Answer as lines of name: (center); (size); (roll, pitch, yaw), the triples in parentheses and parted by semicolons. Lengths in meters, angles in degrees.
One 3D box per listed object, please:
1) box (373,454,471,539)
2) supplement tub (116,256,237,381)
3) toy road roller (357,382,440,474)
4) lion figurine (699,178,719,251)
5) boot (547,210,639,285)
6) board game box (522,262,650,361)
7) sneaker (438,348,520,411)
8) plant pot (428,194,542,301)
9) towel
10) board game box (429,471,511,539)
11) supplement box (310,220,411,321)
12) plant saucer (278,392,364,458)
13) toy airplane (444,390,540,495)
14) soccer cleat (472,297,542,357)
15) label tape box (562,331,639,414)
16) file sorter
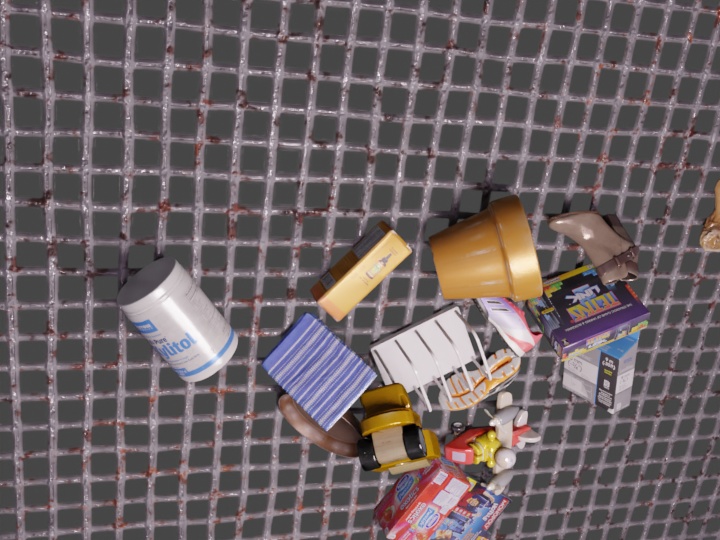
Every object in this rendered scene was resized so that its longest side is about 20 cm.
box: (0.135, 0.502, 1.843); (0.100, 0.095, 0.200); (32, 100, -26)
supplement tub: (-0.325, 0.090, 1.501); (0.132, 0.132, 0.200); (-35, 118, -1)
toy road roller: (0.066, 0.298, 1.583); (0.123, 0.146, 0.200); (-16, 158, 11)
lion figurine: (0.791, -0.141, 1.802); (0.122, 0.072, 0.200); (-4, 100, -2)
boot: (0.481, -0.042, 1.697); (0.200, 0.070, 0.146); (-3, 70, -23)
board game box: (0.462, 0.077, 1.724); (0.200, 0.165, 0.057); (-21, 140, -9)
sneaker: (0.260, 0.244, 1.789); (0.200, 0.078, 0.077); (-30, 150, 8)
plant pot: (0.233, -0.026, 1.607); (0.183, 0.200, 0.200); (-14, 117, 5)
towel: (-0.082, 0.186, 1.586); (0.145, 0.200, 0.024); (-48, 151, -4)
board game box: (0.243, 0.570, 1.926); (0.200, 0.062, 0.200); (33, 99, -28)
supplement box: (0.000, 0.000, 1.603); (0.200, 0.069, 0.067); (-42, 119, 5)
plant saucer: (-0.070, 0.298, 1.660); (0.200, 0.200, 0.034); (55, 54, -28)
toy airplane: (0.305, 0.380, 1.820); (0.199, 0.141, 0.200); (-47, 117, 4)
soccer cleat: (0.291, 0.085, 1.716); (0.073, 0.068, 0.200); (-38, 103, 6)
label tape box: (0.512, 0.184, 1.795); (0.063, 0.144, 0.200); (-16, 117, -32)
file sorter: (0.147, 0.191, 1.691); (0.200, 0.125, 0.139); (-26, 119, -6)
